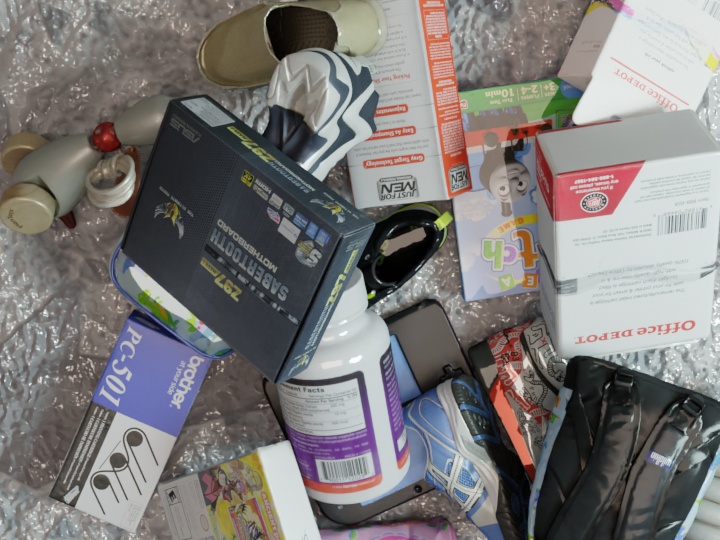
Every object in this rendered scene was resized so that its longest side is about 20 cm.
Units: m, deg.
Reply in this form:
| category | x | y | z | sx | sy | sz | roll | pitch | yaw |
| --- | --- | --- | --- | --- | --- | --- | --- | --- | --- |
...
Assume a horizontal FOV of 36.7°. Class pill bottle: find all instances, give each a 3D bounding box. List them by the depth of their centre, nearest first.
| category | x | y | z | sx | sy | sz | roll | pitch | yaw |
| --- | --- | --- | --- | --- | --- | --- | --- | --- | --- |
| pill bottle | -0.022 | 0.101 | 0.992 | 0.111 | 0.112 | 0.201 | -9 | 112 | 1 |

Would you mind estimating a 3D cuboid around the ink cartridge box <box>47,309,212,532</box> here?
| category | x | y | z | sx | sy | sz | roll | pitch | yaw |
| --- | --- | --- | --- | --- | --- | --- | --- | --- | --- |
| ink cartridge box | -0.225 | 0.150 | 1.078 | 0.094 | 0.044 | 0.201 | 24 | 98 | -6 |

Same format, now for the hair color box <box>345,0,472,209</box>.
| category | x | y | z | sx | sy | sz | roll | pitch | yaw |
| --- | --- | --- | --- | --- | --- | --- | --- | --- | --- |
| hair color box | 0.034 | -0.163 | 1.002 | 0.101 | 0.061 | 0.201 | -4 | 100 | 30 |

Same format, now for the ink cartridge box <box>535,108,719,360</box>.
| category | x | y | z | sx | sy | sz | roll | pitch | yaw |
| --- | --- | --- | --- | --- | --- | --- | --- | --- | --- |
| ink cartridge box | 0.236 | -0.028 | 0.969 | 0.143 | 0.084 | 0.201 | -8 | 125 | 0 |

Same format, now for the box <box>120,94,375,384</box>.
| category | x | y | z | sx | sy | sz | roll | pitch | yaw |
| --- | --- | --- | --- | --- | --- | --- | --- | --- | --- |
| box | -0.100 | -0.027 | 0.903 | 0.200 | 0.051 | 0.158 | 39 | 123 | 20 |

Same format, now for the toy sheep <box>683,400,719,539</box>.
| category | x | y | z | sx | sy | sz | roll | pitch | yaw |
| --- | --- | --- | --- | --- | --- | --- | --- | --- | --- |
| toy sheep | 0.349 | 0.214 | 1.052 | 0.137 | 0.138 | 0.201 | 14 | 95 | -3 |

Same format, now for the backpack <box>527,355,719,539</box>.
| category | x | y | z | sx | sy | sz | roll | pitch | yaw |
| --- | --- | --- | --- | --- | --- | --- | --- | --- | --- |
| backpack | 0.230 | 0.197 | 0.982 | 0.162 | 0.154 | 0.201 | 18 | 81 | 6 |

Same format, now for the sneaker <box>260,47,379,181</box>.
| category | x | y | z | sx | sy | sz | roll | pitch | yaw |
| --- | --- | --- | --- | --- | --- | --- | --- | --- | --- |
| sneaker | -0.041 | -0.107 | 0.951 | 0.079 | 0.129 | 0.200 | 33 | 122 | 23 |

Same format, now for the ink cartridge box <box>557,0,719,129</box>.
| category | x | y | z | sx | sy | sz | roll | pitch | yaw |
| --- | --- | --- | --- | --- | --- | --- | --- | --- | --- |
| ink cartridge box | 0.261 | -0.204 | 0.988 | 0.116 | 0.067 | 0.201 | 25 | 91 | -21 |

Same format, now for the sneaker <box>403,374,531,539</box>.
| category | x | y | z | sx | sy | sz | roll | pitch | yaw |
| --- | --- | --- | --- | --- | --- | --- | --- | --- | --- |
| sneaker | 0.109 | 0.199 | 1.054 | 0.077 | 0.076 | 0.201 | -21 | 97 | 25 |

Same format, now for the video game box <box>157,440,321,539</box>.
| category | x | y | z | sx | sy | sz | roll | pitch | yaw |
| --- | --- | --- | --- | --- | --- | --- | --- | --- | --- |
| video game box | -0.103 | 0.276 | 1.023 | 0.182 | 0.047 | 0.201 | -26 | 80 | 47 |

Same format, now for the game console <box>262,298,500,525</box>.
| category | x | y | z | sx | sy | sz | roll | pitch | yaw |
| --- | --- | --- | --- | --- | --- | --- | --- | --- | --- |
| game console | 0.024 | 0.146 | 1.087 | 0.199 | 0.031 | 0.178 | -25 | 99 | 3 |

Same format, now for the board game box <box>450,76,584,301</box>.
| category | x | y | z | sx | sy | sz | roll | pitch | yaw |
| --- | --- | --- | --- | --- | --- | --- | --- | --- | --- |
| board game box | 0.160 | -0.080 | 1.047 | 0.150 | 0.037 | 0.201 | -9 | 100 | 0 |

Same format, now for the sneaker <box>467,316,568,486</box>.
| category | x | y | z | sx | sy | sz | roll | pitch | yaw |
| --- | --- | --- | --- | --- | --- | --- | --- | --- | --- |
| sneaker | 0.196 | 0.142 | 1.068 | 0.108 | 0.067 | 0.202 | -27 | 96 | 7 |

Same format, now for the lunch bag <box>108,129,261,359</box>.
| category | x | y | z | sx | sy | sz | roll | pitch | yaw |
| --- | --- | --- | --- | --- | --- | --- | --- | --- | --- |
| lunch bag | -0.131 | -0.033 | 1.027 | 0.160 | 0.082 | 0.200 | 37 | 96 | -5 |

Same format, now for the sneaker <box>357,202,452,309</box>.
| category | x | y | z | sx | sy | sz | roll | pitch | yaw |
| --- | --- | --- | --- | --- | --- | --- | --- | --- | --- |
| sneaker | 0.000 | 0.000 | 1.035 | 0.200 | 0.083 | 0.072 | -39 | 97 | 6 |

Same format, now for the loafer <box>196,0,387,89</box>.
| category | x | y | z | sx | sy | sz | roll | pitch | yaw |
| --- | --- | --- | --- | --- | --- | --- | --- | --- | --- |
| loafer | -0.075 | -0.209 | 0.977 | 0.199 | 0.068 | 0.076 | -9 | 95 | 30 |

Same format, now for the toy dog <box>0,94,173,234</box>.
| category | x | y | z | sx | sy | sz | roll | pitch | yaw |
| --- | --- | --- | --- | --- | --- | --- | --- | --- | --- |
| toy dog | -0.245 | -0.088 | 1.010 | 0.199 | 0.096 | 0.132 | -3 | 58 | 28 |

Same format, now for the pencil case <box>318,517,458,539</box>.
| category | x | y | z | sx | sy | sz | roll | pitch | yaw |
| --- | --- | --- | --- | --- | --- | --- | --- | --- | --- |
| pencil case | 0.006 | 0.297 | 1.084 | 0.199 | 0.087 | 0.088 | -7 | 99 | 0 |
